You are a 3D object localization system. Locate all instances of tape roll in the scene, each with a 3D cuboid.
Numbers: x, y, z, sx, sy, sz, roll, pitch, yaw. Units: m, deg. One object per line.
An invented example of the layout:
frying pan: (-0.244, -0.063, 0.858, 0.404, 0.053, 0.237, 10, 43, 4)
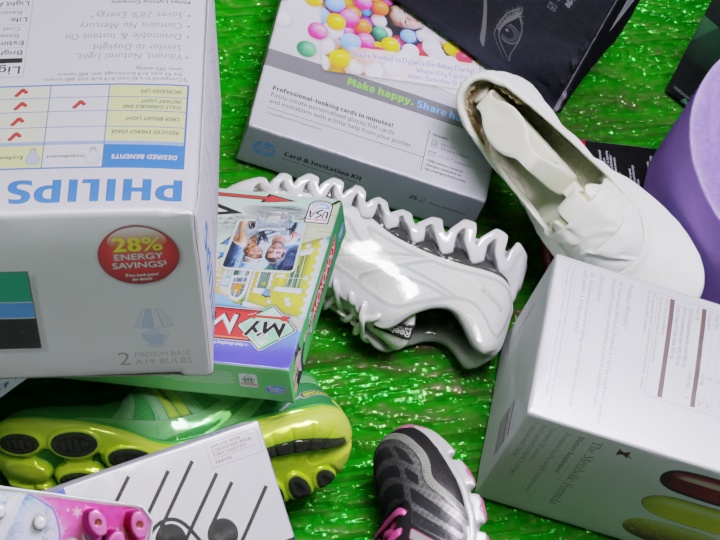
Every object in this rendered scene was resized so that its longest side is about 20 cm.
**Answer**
tape roll: (0.277, -0.040, 1.561, 0.198, 0.085, 0.201, 8, 58, -13)

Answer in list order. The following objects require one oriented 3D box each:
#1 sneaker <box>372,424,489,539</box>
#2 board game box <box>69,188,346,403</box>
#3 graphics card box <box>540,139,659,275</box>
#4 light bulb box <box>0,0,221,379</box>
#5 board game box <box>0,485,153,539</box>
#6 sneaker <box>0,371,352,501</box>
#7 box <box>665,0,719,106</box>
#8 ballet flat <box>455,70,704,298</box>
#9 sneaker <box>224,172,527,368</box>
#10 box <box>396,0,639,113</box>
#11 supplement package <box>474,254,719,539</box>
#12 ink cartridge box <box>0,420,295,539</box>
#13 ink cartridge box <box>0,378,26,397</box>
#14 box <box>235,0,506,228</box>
sneaker: (0.021, 0.176, 1.411, 0.087, 0.074, 0.201, 4, 63, -22)
board game box: (-0.119, 0.007, 1.450, 0.198, 0.029, 0.135, 5, 46, 11)
graphics card box: (0.210, -0.011, 1.603, 0.198, 0.051, 0.126, 4, 57, -13)
light bulb box: (-0.173, -0.053, 1.352, 0.196, 0.125, 0.201, -2, 45, 1)
board game box: (-0.213, 0.206, 1.296, 0.198, 0.026, 0.202, 9, 83, -12)
sneaker: (-0.106, 0.093, 1.438, 0.198, 0.075, 0.084, -2, 33, -14)
box: (0.275, -0.204, 1.653, 0.036, 0.200, 0.144, 37, 56, 12)
ballet flat: (0.121, -0.046, 1.526, 0.069, 0.070, 0.200, -25, 59, -29)
sneaker: (0.000, 0.000, 1.522, 0.198, 0.075, 0.082, 15, 64, -7)
box: (0.097, -0.240, 1.574, 0.199, 0.197, 0.118, 36, 54, 5)
supplement package: (0.182, 0.089, 1.491, 0.199, 0.114, 0.110, 17, 58, -6)
ink cartridge box: (-0.135, 0.155, 1.354, 0.199, 0.044, 0.095, -19, 90, -14)
ink cartridge box: (-0.219, -0.020, 1.439, 0.200, 0.044, 0.196, -35, 52, -29)
box: (0.018, -0.135, 1.627, 0.155, 0.041, 0.201, 18, 54, -7)
